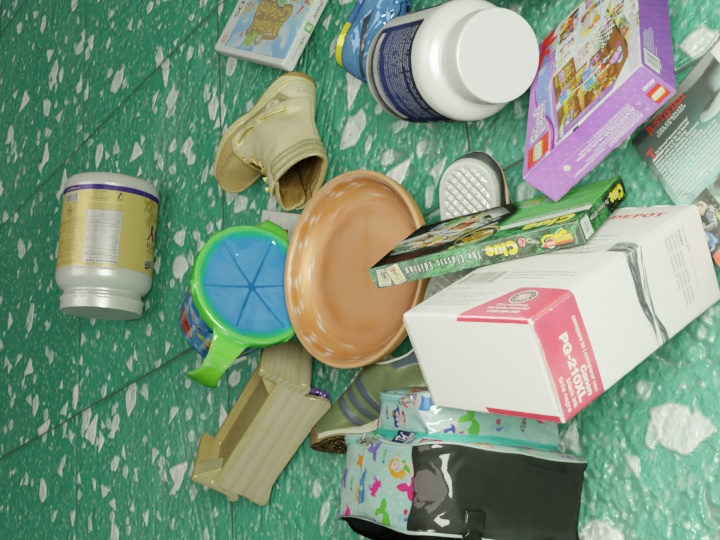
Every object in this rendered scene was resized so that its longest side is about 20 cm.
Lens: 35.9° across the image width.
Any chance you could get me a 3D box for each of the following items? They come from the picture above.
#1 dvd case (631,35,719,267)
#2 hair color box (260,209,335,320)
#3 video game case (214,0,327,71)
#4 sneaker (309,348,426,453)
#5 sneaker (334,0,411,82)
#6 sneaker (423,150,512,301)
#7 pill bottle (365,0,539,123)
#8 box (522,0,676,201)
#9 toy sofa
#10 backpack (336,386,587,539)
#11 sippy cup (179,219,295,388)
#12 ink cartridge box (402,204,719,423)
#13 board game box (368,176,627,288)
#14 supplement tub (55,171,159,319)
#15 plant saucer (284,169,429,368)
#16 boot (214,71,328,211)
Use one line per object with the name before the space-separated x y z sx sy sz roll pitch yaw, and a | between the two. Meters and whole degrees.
dvd case | 0.300 -0.084 0.839 0.146 0.022 0.201 -54 43 31
hair color box | -0.048 -0.005 1.271 0.199 0.063 0.112 11 92 53
video game case | -0.101 -0.352 1.435 0.200 0.022 0.183 26 89 54
sneaker | 0.020 0.129 1.144 0.200 0.067 0.091 -26 53 49
sneaker | 0.037 -0.306 1.237 0.078 0.066 0.202 31 107 41
sneaker | 0.108 -0.014 1.049 0.078 0.079 0.202 12 113 16
pill bottle | 0.087 -0.196 1.052 0.200 0.110 0.112 -161 83 -70
box | 0.196 -0.167 0.919 0.137 0.039 0.201 -45 21 39
toy sofa | -0.114 0.177 1.315 0.201 0.097 0.083 -58 16 28
backpack | 0.075 0.177 0.955 0.200 0.176 0.152 -27 56 60
sippy cup | -0.139 0.037 1.234 0.140 0.177 0.130 58 147 6
ink cartridge box | 0.156 0.027 0.852 0.144 0.199 0.085 -1 114 54
board game box | 0.112 -0.031 0.921 0.199 0.105 0.024 -13 104 37
supplement tub | -0.382 -0.035 1.676 0.145 0.144 0.202 -12 72 52
plant saucer | 0.000 0.000 1.132 0.199 0.037 0.202 -10 75 44
boot | -0.112 -0.128 1.382 0.200 0.072 0.156 -43 44 32
